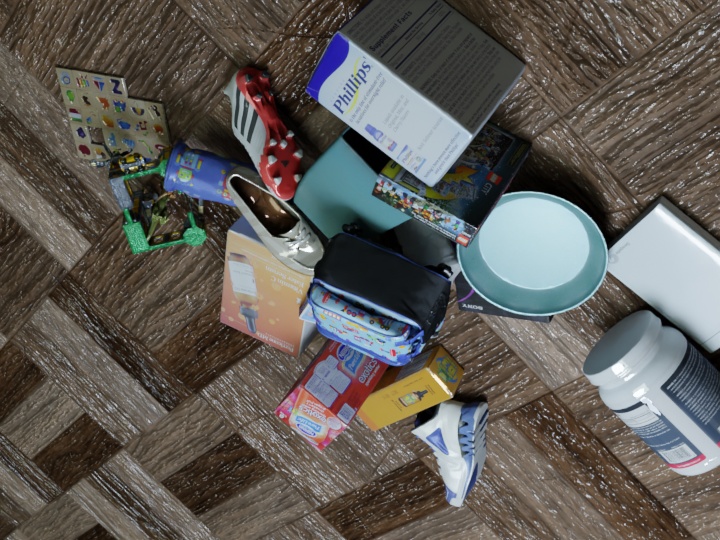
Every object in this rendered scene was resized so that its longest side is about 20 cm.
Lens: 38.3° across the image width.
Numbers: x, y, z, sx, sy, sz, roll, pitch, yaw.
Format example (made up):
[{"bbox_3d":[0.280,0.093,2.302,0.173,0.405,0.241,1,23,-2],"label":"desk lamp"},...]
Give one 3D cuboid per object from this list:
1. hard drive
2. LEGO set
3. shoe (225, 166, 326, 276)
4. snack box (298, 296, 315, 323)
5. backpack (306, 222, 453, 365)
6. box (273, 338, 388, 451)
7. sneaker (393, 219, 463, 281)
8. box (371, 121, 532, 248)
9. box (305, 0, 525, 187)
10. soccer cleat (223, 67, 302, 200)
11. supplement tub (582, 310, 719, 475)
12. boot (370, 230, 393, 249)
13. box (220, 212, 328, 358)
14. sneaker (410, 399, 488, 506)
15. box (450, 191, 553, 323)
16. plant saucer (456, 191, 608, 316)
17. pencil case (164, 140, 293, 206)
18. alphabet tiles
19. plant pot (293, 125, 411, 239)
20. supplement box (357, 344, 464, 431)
[{"bbox_3d":[0.426,0.008,1.352,0.200,0.027,0.132,39,135,-1],"label":"hard drive"},{"bbox_3d":[-0.328,-0.129,1.665,0.154,0.116,0.200,-20,127,5],"label":"LEGO set"},{"bbox_3d":[-0.122,-0.068,1.489,0.200,0.070,0.053,46,178,-5],"label":"shoe"},{"bbox_3d":[0.012,0.072,1.567,0.200,0.024,0.072,17,140,-18],"label":"snack box"},{"bbox_3d":[0.026,0.051,1.417,0.183,0.135,0.200,25,161,11],"label":"backpack"},{"bbox_3d":[-0.037,0.174,1.642,0.100,0.200,0.095,40,133,-3],"label":"box"},{"bbox_3d":[0.086,-0.024,1.514,0.116,0.074,0.200,67,159,14],"label":"sneaker"},{"bbox_3d":[0.118,-0.128,1.309,0.137,0.200,0.038,30,137,8],"label":"box"},{"bbox_3d":[0.069,-0.235,1.267,0.200,0.184,0.105,38,137,0],"label":"box"},{"bbox_3d":[-0.142,-0.191,1.485,0.085,0.069,0.200,-22,87,51],"label":"soccer cleat"},{"bbox_3d":[0.415,0.165,1.403,0.200,0.140,0.140,44,135,-7],"label":"supplement tub"},{"bbox_3d":[0.000,0.000,1.556,0.097,0.075,0.200,3,130,3],"label":"boot"},{"bbox_3d":[-0.126,0.012,1.636,0.152,0.106,0.200,23,133,14],"label":"box"},{"bbox_3d":[0.144,0.282,1.713,0.115,0.081,0.199,18,125,24],"label":"sneaker"},{"bbox_3d":[0.198,-0.021,1.463,0.143,0.036,0.200,7,129,27],"label":"box"},{"bbox_3d":[0.230,-0.028,1.388,0.200,0.036,0.200,8,128,11],"label":"plant saucer"},{"bbox_3d":[-0.191,-0.131,1.551,0.200,0.087,0.078,16,101,-5],"label":"pencil case"},{"bbox_3d":[-0.392,-0.239,1.670,0.200,0.008,0.167,13,130,22],"label":"alphabet tiles"},{"bbox_3d":[0.006,-0.126,1.427,0.141,0.141,0.200,46,142,-8],"label":"plant pot"},{"bbox_3d":[0.074,0.193,1.686,0.067,0.069,0.200,48,136,-12],"label":"supplement box"}]
